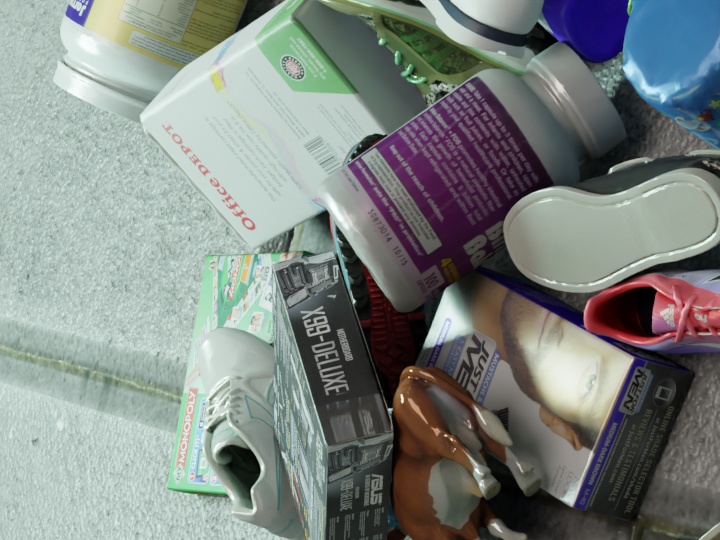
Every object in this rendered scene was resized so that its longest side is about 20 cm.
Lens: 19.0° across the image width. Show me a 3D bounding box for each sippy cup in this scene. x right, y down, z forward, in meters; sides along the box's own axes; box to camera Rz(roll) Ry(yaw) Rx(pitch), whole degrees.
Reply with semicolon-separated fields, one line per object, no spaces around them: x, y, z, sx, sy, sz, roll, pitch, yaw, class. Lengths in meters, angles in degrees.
0.239;-0.133;1.346;0.177;0.130;0.140;-9;71;48;sippy cup

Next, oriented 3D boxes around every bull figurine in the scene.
0.062;0.149;1.448;0.065;0.200;0.121;-37;54;-23;bull figurine

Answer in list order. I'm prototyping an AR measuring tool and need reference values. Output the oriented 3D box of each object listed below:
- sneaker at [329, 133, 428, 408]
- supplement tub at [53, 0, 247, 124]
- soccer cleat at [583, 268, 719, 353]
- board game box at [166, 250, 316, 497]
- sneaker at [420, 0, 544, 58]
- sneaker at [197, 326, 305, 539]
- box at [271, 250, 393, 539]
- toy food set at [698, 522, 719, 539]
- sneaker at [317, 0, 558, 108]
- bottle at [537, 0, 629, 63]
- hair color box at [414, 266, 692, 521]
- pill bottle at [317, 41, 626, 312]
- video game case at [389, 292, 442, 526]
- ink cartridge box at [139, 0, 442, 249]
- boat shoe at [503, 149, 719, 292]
0.000;0.000;1.590;0.095;0.079;0.201;179;92;-66;sneaker
-0.175;-0.236;1.874;0.145;0.145;0.201;33;103;50;supplement tub
0.227;0.025;1.339;0.200;0.076;0.067;-2;95;53;soccer cleat
-0.093;0.085;1.757;0.134;0.029;0.201;-2;76;51;board game box
0.072;-0.222;1.507;0.200;0.076;0.081;48;126;47;sneaker
-0.087;0.118;1.657;0.070;0.080;0.201;-46;50;24;sneaker
-0.022;0.111;1.508;0.200;0.050;0.158;92;163;-50;box
0.253;0.231;1.257;0.144;0.060;0.200;-46;46;30;toy food set
0.047;-0.160;1.571;0.077;0.199;0.089;-56;-14;-63;sneaker
0.127;-0.223;1.551;0.065;0.084;0.200;-42;40;2;bottle
0.123;0.078;1.469;0.200;0.065;0.110;29;100;49;hair color box
0.080;-0.068;1.485;0.200;0.112;0.112;-35;45;0;pill bottle
-0.001;0.091;1.650;0.143;0.018;0.201;-1;77;50;video game case
-0.054;-0.122;1.674;0.200;0.145;0.088;-28;19;42;ink cartridge box
0.175;-0.036;1.386;0.200;0.060;0.074;-19;97;51;boat shoe
